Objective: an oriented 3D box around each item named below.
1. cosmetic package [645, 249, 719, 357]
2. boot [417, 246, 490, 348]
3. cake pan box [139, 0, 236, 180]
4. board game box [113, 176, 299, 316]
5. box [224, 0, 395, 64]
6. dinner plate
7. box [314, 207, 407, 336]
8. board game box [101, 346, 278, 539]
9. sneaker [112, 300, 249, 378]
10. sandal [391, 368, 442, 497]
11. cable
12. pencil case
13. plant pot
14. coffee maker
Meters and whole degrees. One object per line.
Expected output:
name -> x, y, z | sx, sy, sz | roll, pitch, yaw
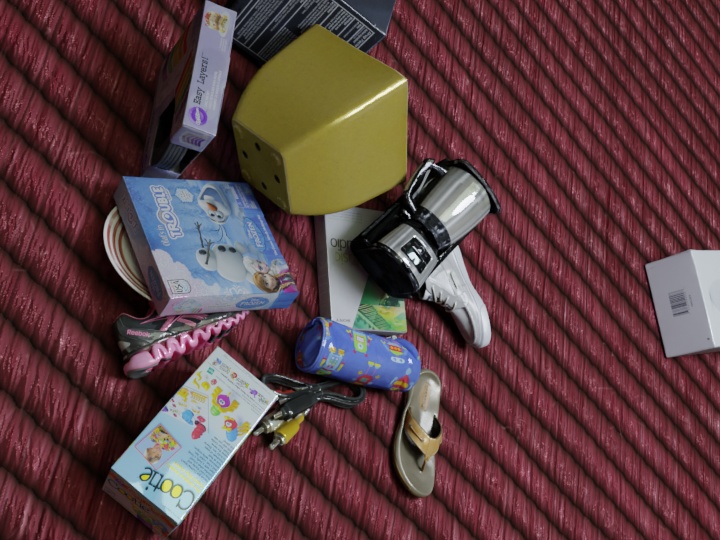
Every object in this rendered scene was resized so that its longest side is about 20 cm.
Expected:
cosmetic package -> 0.720, 0.067, 1.752 | 0.199, 0.123, 0.201 | -1, 75, -34
boot -> 0.138, 0.043, 1.388 | 0.095, 0.074, 0.201 | -15, 76, -31
cake pan box -> -0.235, -0.229, 1.131 | 0.052, 0.184, 0.202 | 16, 67, -26
board game box -> -0.205, -0.036, 1.123 | 0.198, 0.043, 0.201 | -3, 54, -41
box -> -0.082, -0.399, 1.280 | 0.198, 0.200, 0.124 | 33, 52, -23
dinner plate -> -0.249, -0.020, 1.124 | 0.199, 0.024, 0.201 | 23, 42, -22
box -> 0.000, 0.000, 1.317 | 0.143, 0.036, 0.202 | 6, 73, -34
board game box -> -0.210, 0.213, 1.044 | 0.105, 0.103, 0.200 | 39, 55, 0
sneaker -> -0.237, 0.063, 1.113 | 0.199, 0.079, 0.096 | -24, 78, -39
sandal -> 0.098, 0.245, 1.296 | 0.080, 0.054, 0.202 | 24, 63, -27
cable -> -0.081, 0.184, 1.212 | 0.199, 0.050, 0.098 | -14, 66, -49
pencil case -> -0.001, 0.124, 1.240 | 0.199, 0.078, 0.088 | 17, 56, -35
plant pot -> -0.068, -0.193, 1.203 | 0.200, 0.195, 0.195 | -37, 57, -26
coffee maker -> 0.093, -0.057, 1.292 | 0.135, 0.192, 0.200 | 44, 73, 8
